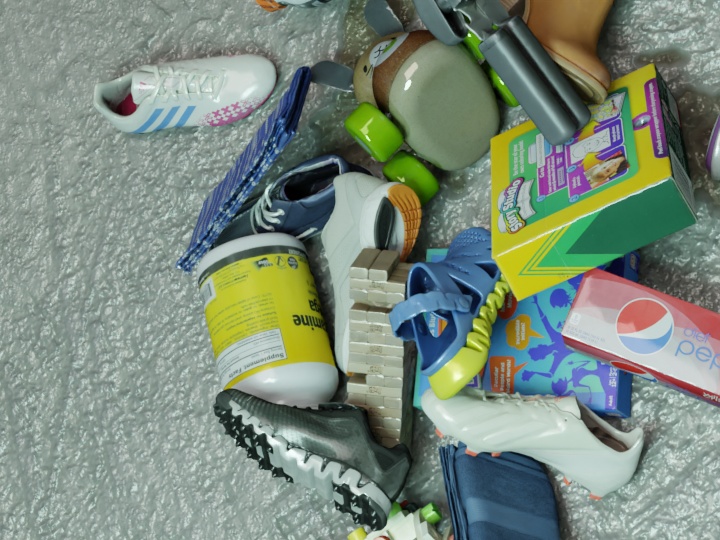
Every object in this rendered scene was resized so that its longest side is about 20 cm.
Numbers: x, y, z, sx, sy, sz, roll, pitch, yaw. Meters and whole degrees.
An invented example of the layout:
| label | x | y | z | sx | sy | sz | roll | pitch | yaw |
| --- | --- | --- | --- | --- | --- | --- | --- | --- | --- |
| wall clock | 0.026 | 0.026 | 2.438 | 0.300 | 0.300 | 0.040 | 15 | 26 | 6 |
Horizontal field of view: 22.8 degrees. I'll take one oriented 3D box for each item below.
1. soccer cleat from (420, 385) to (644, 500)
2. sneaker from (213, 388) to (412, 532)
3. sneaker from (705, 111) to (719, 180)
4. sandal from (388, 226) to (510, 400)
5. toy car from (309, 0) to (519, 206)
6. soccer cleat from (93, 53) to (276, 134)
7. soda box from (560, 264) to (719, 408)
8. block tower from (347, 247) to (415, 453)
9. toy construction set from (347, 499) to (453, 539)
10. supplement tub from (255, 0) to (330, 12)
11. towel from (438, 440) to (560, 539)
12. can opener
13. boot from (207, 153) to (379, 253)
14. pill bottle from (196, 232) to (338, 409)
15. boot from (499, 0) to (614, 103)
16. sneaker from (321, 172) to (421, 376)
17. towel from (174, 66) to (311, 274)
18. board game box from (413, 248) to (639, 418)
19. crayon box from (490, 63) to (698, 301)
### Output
| label | x | y | z | sx | sy | sz | roll | pitch | yaw |
| --- | --- | --- | --- | --- | --- | --- | --- | --- | --- |
| soccer cleat | 0.151 | 0.132 | 1.560 | 0.199 | 0.069 | 0.078 | 22 | 121 | -7 |
| sneaker | -0.038 | 0.151 | 1.610 | 0.199 | 0.067 | 0.091 | 29 | 60 | 21 |
| sneaker | 0.380 | -0.162 | 1.581 | 0.099 | 0.075 | 0.201 | 21 | 91 | 16 |
| sandal | 0.078 | 0.019 | 1.569 | 0.079 | 0.087 | 0.200 | -41 | 17 | 32 |
| toy car | 0.035 | -0.191 | 1.719 | 0.164 | 0.158 | 0.200 | -46 | 49 | -3 |
| soccer cleat | -0.186 | -0.185 | 1.853 | 0.199 | 0.086 | 0.070 | -12 | 71 | 23 |
| soda box | 0.276 | 0.066 | 1.535 | 0.199 | 0.063 | 0.070 | 21 | 81 | 15 |
| block tower | 0.019 | 0.086 | 1.635 | 0.054 | 0.058 | 0.202 | 6 | 111 | 14 |
| toy construction set | 0.009 | 0.263 | 1.606 | 0.199 | 0.131 | 0.093 | -23 | 79 | 16 |
| supplement tub | -0.022 | -0.340 | 1.793 | 0.199 | 0.122 | 0.123 | -21 | 68 | 20 |
| towel | 0.128 | 0.238 | 1.538 | 0.049 | 0.111 | 0.201 | -52 | 30 | 32 |
| can opener | 0.121 | -0.194 | 1.593 | 0.200 | 0.053 | 0.067 | 53 | 139 | -3 |
| boot | -0.081 | -0.061 | 1.764 | 0.199 | 0.090 | 0.073 | -25 | 66 | 19 |
| pill bottle | -0.084 | 0.075 | 1.717 | 0.112 | 0.112 | 0.201 | -23 | 68 | 19 |
| boot | 0.217 | -0.248 | 1.657 | 0.155 | 0.077 | 0.200 | -42 | 32 | 4 |
| sneaker | 0.000 | 0.000 | 1.700 | 0.092 | 0.075 | 0.201 | 29 | 117 | 42 |
| towel | -0.115 | -0.101 | 1.750 | 0.024 | 0.145 | 0.200 | 33 | 119 | -12 |
| board game box | 0.151 | 0.056 | 1.641 | 0.199 | 0.045 | 0.153 | -2 | 75 | 27 |
| crayon box | 0.202 | -0.081 | 1.589 | 0.172 | 0.058 | 0.201 | -25 | 29 | 20 |
